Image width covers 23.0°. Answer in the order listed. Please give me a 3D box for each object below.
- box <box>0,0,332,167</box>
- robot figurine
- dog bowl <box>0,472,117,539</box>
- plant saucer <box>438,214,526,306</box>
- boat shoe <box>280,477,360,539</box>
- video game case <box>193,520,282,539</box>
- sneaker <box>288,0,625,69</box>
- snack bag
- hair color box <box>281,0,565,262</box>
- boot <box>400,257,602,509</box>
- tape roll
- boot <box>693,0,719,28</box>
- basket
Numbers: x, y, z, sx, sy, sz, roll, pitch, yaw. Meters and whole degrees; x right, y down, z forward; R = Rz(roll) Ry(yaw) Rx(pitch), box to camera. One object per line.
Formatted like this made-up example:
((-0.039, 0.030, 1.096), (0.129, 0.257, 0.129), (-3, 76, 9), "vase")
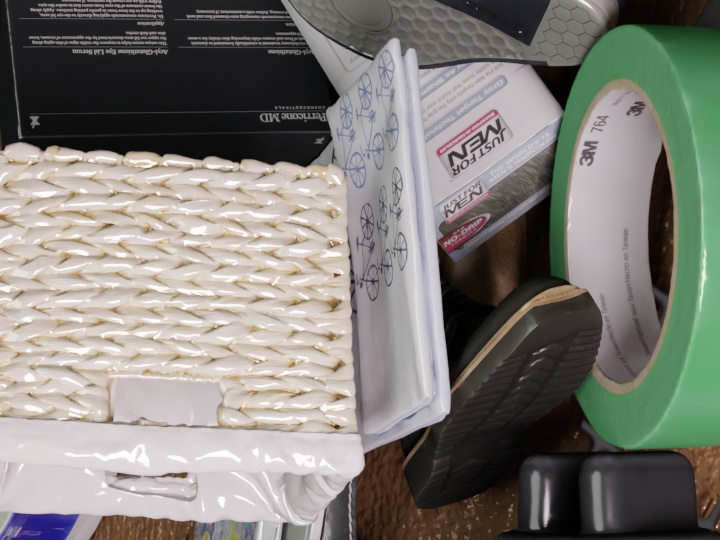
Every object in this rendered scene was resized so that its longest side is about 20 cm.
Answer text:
((-0.127, -0.132, 1.112), (0.079, 0.198, 0.143), (126, 138, -60), "box")
((0.119, 0.188, 0.850), (0.150, 0.123, 0.203), (99, 170, -85), "robot figurine")
((-0.265, 0.120, 1.314), (0.199, 0.078, 0.203), (-11, 75, 46), "dog bowl")
((0.014, -0.007, 1.067), (0.199, 0.035, 0.203), (-9, 77, 46), "plant saucer")
((-0.020, 0.192, 1.055), (0.076, 0.060, 0.203), (-163, 82, -74), "boat shoe")
((-0.081, 0.187, 1.109), (0.143, 0.018, 0.203), (-178, 95, -71), "video game case")
((0.065, -0.184, 0.961), (0.200, 0.077, 0.147), (9, 58, 28), "sneaker")
((0.000, 0.000, 0.943), (0.200, 0.021, 0.191), (140, 127, -67), "snack bag")
((0.039, -0.114, 1.014), (0.099, 0.061, 0.201), (-35, 55, 7), "hair color box")
((0.045, 0.023, 0.921), (0.139, 0.077, 0.200), (68, 150, 25), "boot")
((0.144, -0.016, 0.851), (0.200, 0.048, 0.203), (180, 90, -76), "tape roll")
((0.195, -0.040, 0.862), (0.144, 0.072, 0.202), (26, 105, 56), "boot")
((-0.107, 0.043, 0.936), (0.200, 0.196, 0.163), (123, 149, -71), "basket")
